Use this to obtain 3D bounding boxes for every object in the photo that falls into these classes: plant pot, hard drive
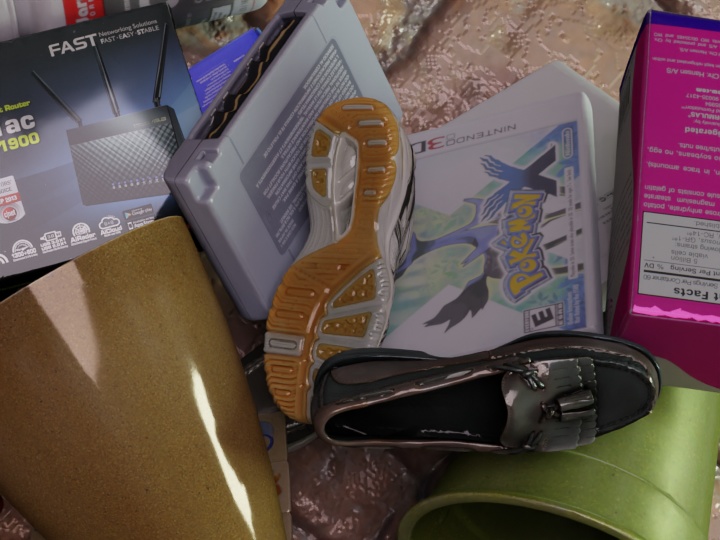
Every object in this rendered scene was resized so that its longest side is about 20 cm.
[{"bbox_3d":[0.146,0.114,1.379,0.200,0.200,0.190,23,60,-2],"label":"plant pot"},{"bbox_3d":[-0.132,0.100,1.290,0.186,0.186,0.200,-30,85,-16],"label":"plant pot"},{"bbox_3d":[0.137,-0.056,1.435,0.132,0.027,0.200,-31,44,-16],"label":"hard drive"}]

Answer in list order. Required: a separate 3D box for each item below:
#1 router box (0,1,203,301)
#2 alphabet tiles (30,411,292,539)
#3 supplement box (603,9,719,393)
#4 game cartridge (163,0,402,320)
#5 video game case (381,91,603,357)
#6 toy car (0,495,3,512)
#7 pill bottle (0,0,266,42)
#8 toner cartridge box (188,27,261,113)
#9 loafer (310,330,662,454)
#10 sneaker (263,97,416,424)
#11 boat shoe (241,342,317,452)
[{"bbox_3d":[-0.192,-0.068,1.381,0.200,0.062,0.150,-16,76,-12],"label":"router box"},{"bbox_3d":[-0.123,0.159,1.359,0.166,0.006,0.200,-9,63,9],"label":"alphabet tiles"},{"bbox_3d":[0.203,-0.038,1.312,0.103,0.101,0.200,8,66,0],"label":"supplement box"},{"bbox_3d":[-0.042,-0.071,1.378,0.133,0.040,0.200,60,44,-31],"label":"game cartridge"},{"bbox_3d":[0.060,-0.017,1.391,0.182,0.022,0.200,-13,47,17],"label":"video game case"},{"bbox_3d":[-0.272,0.180,1.308,0.150,0.175,0.200,5,68,-47],"label":"toy car"},{"bbox_3d":[-0.168,-0.203,1.442,0.200,0.114,0.114,-15,77,-13],"label":"pill bottle"},{"bbox_3d":[-0.123,-0.065,1.447,0.200,0.043,0.095,-34,83,-16],"label":"toner cartridge box"},{"bbox_3d":[0.070,0.079,1.251,0.200,0.063,0.072,-3,111,8],"label":"loafer"},{"bbox_3d":[0.000,0.000,1.345,0.076,0.088,0.200,10,79,21],"label":"sneaker"},{"bbox_3d":[-0.016,0.060,1.419,0.202,0.060,0.072,-25,80,-15],"label":"boat shoe"}]
